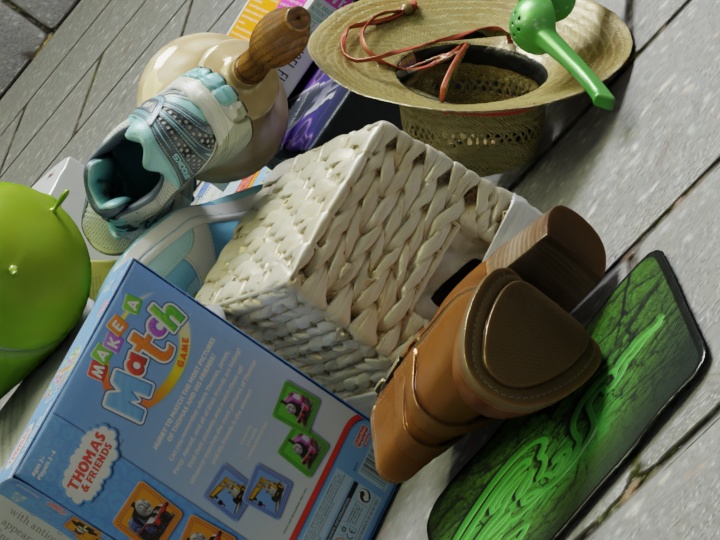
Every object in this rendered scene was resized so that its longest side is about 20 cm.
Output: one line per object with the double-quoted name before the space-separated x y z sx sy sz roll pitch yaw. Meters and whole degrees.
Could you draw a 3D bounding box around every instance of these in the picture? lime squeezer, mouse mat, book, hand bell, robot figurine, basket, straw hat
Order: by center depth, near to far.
"mouse mat" 0.100 0.088 1.393 0.200 0.008 0.161 -52 15 14
"basket" 0.000 0.000 1.656 0.136 0.123 0.200 -60 16 -17
"lime squeezer" 0.128 -0.158 1.675 0.200 0.071 0.038 -71 -19 -59
"straw hat" 0.069 -0.105 1.713 0.201 0.201 0.085 -84 -7 -61
"hand bell" -0.068 -0.130 1.730 0.104 0.104 0.200 -61 8 -20
"robot figurine" -0.246 0.019 1.750 0.200 0.116 0.176 -39 20 47
"book" -0.063 -0.154 1.931 0.200 0.048 0.134 -55 17 1

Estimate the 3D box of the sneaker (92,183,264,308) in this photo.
"sneaker" -0.069 0.018 1.763 0.200 0.131 0.080 -28 -28 -48

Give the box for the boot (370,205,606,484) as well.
"boot" 0.055 0.061 1.443 0.155 0.074 0.200 -46 3 28

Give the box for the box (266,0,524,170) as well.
"box" 0.019 -0.112 1.876 0.148 0.104 0.200 -56 15 -7

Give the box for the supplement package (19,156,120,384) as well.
"supplement package" -0.175 0.035 1.961 0.117 0.200 0.117 -34 25 52

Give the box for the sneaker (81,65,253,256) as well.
"sneaker" -0.149 -0.061 1.754 0.086 0.078 0.200 -33 -8 -35

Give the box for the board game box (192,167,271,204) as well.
"board game box" -0.065 -0.077 2.142 0.200 0.056 0.196 -60 16 -19

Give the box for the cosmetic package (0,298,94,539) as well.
"cosmetic package" -0.165 0.158 1.742 0.200 0.165 0.165 -52 15 8

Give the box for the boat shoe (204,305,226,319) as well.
"boat shoe" -0.073 0.113 1.616 0.068 0.200 0.072 -18 -21 -17

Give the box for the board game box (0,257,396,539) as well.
"board game box" -0.084 0.110 1.530 0.037 0.200 0.151 -30 29 57

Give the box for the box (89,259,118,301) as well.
"box" -0.126 0.021 1.867 0.075 0.200 0.050 -22 71 61
